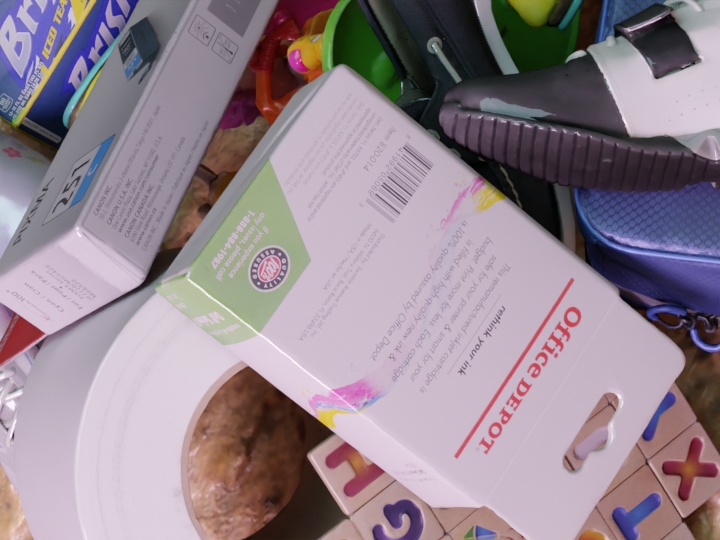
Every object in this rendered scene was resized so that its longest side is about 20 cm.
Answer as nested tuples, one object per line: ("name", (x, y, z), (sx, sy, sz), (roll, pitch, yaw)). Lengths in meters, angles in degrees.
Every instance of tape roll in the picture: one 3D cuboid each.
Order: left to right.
("tape roll", (-0.051, 0.087, 0.961), (0.139, 0.202, 0.204), (-2, 68, 68))

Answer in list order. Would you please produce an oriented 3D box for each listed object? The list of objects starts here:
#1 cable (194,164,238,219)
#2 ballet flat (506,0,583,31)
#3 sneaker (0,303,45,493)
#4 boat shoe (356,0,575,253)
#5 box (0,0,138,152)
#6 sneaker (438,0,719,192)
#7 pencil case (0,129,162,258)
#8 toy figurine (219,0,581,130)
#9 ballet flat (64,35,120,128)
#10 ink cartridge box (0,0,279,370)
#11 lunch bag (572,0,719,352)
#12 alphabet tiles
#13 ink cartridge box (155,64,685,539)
("cable", (0.000, 0.000, 1.038), (0.199, 0.097, 0.050), (29, 76, 38))
("ballet flat", (0.100, -0.174, 0.995), (0.067, 0.200, 0.067), (29, 121, 6))
("sneaker", (-0.199, 0.067, 1.144), (0.075, 0.087, 0.200), (-45, 59, 7))
("boat shoe", (0.039, -0.085, 0.934), (0.060, 0.076, 0.201), (-25, 98, -16))
("box", (-0.153, -0.172, 1.210), (0.070, 0.064, 0.201), (32, 91, 33))
("sneaker", (0.132, -0.081, 0.859), (0.198, 0.074, 0.089), (2, 78, 0))
("pencil case", (-0.205, -0.038, 1.158), (0.199, 0.091, 0.083), (34, 98, 21))
("toy figurine", (-0.012, -0.116, 1.061), (0.183, 0.150, 0.200), (-16, 31, 48))
("ballet flat", (-0.094, -0.145, 1.165), (0.067, 0.067, 0.201), (32, 95, 17))
("ink cartridge box", (-0.125, -0.056, 1.008), (0.176, 0.045, 0.201), (-28, 32, 50))
("lunch bag", (0.174, -0.063, 0.951), (0.135, 0.132, 0.202), (10, 79, 12))
("alphabet tiles", (0.072, 0.112, 0.927), (0.200, 0.006, 0.167), (-36, 100, -17))
("ink cartridge box", (0.027, 0.022, 0.877), (0.117, 0.200, 0.067), (-54, 11, -16))
